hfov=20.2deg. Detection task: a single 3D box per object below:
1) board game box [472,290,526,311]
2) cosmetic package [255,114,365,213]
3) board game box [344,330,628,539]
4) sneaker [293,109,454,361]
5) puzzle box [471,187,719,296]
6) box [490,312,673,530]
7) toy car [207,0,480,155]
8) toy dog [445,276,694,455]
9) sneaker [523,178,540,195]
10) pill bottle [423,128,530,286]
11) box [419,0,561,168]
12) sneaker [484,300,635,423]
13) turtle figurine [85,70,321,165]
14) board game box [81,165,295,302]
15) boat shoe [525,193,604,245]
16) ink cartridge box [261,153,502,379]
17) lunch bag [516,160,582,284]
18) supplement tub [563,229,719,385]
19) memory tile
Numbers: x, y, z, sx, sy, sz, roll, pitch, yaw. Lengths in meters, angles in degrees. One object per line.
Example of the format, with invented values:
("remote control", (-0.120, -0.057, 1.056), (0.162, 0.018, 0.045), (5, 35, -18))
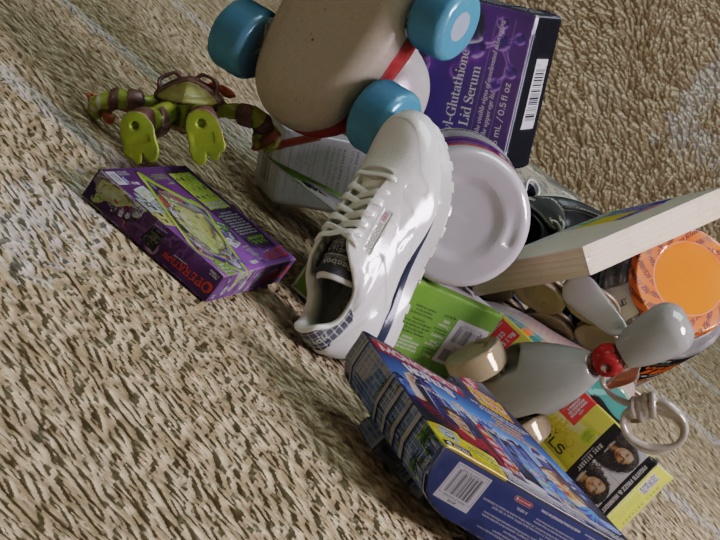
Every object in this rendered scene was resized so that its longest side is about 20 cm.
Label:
("board game box", (0.137, 0.056, 1.918), (0.200, 0.039, 0.158), (50, -3, -23))
("cosmetic package", (0.010, -0.088, 1.875), (0.199, 0.074, 0.102), (9, 11, -15))
("board game box", (0.071, 0.129, 1.399), (0.200, 0.062, 0.200), (32, 11, -33))
("sneaker", (0.009, -0.030, 1.515), (0.076, 0.201, 0.080), (7, -13, 42))
("puzzle box", (0.201, -0.025, 1.688), (0.200, 0.133, 0.026), (-21, 96, -42))
("box", (0.164, 0.127, 1.684), (0.200, 0.075, 0.050), (46, 2, 32))
("toy car", (0.011, -0.177, 1.678), (0.184, 0.177, 0.200), (31, 1, 26))
("toy dog", (0.171, 0.073, 1.624), (0.199, 0.132, 0.096), (-2, 23, 14))
("sneaker", (0.146, -0.036, 2.149), (0.080, 0.147, 0.200), (38, 10, -6))
("pill bottle", (0.077, -0.058, 1.658), (0.111, 0.112, 0.200), (38, 8, -6))
("box", (0.069, -0.188, 1.879), (0.199, 0.149, 0.104), (14, 10, 16))
("sneaker", (0.142, 0.093, 1.774), (0.199, 0.072, 0.080), (24, 45, 4))
("turtle figurine", (-0.130, -0.126, 1.628), (0.199, 0.065, 0.161), (13, 15, -1))
("board game box", (-0.123, -0.031, 1.504), (0.120, 0.032, 0.200), (36, 10, 9))
("boat shoe", (0.154, -0.033, 1.840), (0.199, 0.072, 0.068), (8, 14, -32))
("ink cartridge box", (0.000, 0.000, 1.683), (0.200, 0.076, 0.148), (39, 9, 33))
("lunch bag", (0.162, -0.062, 2.346), (0.200, 0.140, 0.168), (37, 9, -8))
("supplement tub", (0.259, 0.033, 1.842), (0.122, 0.123, 0.200), (38, -20, -1))
("memory tile", (0.176, 0.062, 1.810), (0.153, 0.017, 0.200), (13, -32, 28))
